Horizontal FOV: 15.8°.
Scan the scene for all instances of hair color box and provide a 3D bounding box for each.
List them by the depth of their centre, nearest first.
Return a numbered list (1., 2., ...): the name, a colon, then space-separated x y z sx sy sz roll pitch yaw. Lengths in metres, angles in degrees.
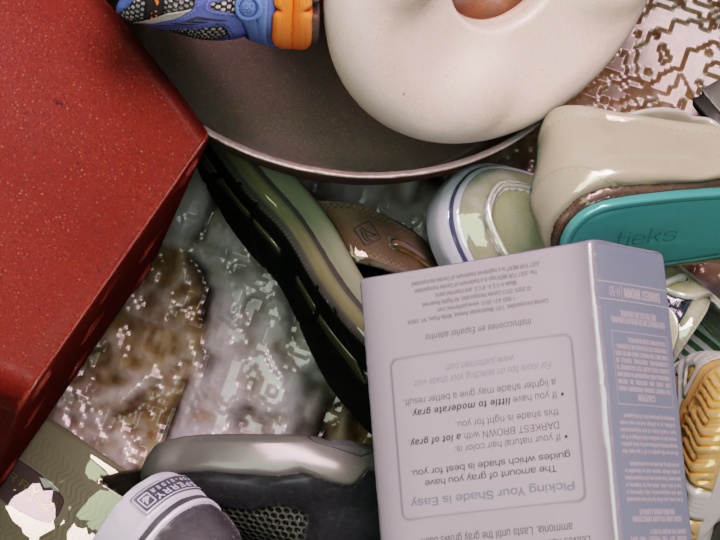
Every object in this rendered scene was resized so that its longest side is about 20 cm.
1. hair color box: 0.063 0.096 0.937 0.099 0.061 0.201 -10 80 32

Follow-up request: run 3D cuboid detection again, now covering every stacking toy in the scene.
1. stacking toy: 0.011 -0.152 1.012 0.146 0.146 0.200 -44 44 -1

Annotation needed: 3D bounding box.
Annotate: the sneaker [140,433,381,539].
1. sneaker: 0.003 0.131 1.002 0.199 0.076 0.115 21 69 -22

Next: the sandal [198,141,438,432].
1. sandal: 0.000 -0.001 1.049 0.057 0.080 0.201 -32 81 -17

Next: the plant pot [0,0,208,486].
1. plant pot: -0.174 -0.024 0.992 0.176 0.200 0.200 33 63 -1

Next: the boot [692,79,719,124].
1. boot: 0.181 -0.108 1.058 0.131 0.068 0.200 -44 81 5

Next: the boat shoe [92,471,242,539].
1. boat shoe: -0.075 0.167 0.982 0.068 0.074 0.200 38 127 26

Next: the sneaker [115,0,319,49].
1. sneaker: -0.076 -0.147 0.975 0.078 0.200 0.076 -4 120 -20

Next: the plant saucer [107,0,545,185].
1. plant saucer: -0.007 -0.105 1.047 0.199 0.032 0.201 5 51 -6

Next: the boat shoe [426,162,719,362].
1. boat shoe: 0.117 0.021 1.026 0.200 0.062 0.072 37 63 -7

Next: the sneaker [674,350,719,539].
1. sneaker: 0.150 0.116 1.003 0.087 0.076 0.201 0 123 -5

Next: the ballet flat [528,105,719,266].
1. ballet flat: 0.158 -0.035 1.004 0.199 0.069 0.070 4 83 -18

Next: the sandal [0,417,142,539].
1. sandal: -0.092 0.111 1.040 0.201 0.057 0.080 27 62 -1
